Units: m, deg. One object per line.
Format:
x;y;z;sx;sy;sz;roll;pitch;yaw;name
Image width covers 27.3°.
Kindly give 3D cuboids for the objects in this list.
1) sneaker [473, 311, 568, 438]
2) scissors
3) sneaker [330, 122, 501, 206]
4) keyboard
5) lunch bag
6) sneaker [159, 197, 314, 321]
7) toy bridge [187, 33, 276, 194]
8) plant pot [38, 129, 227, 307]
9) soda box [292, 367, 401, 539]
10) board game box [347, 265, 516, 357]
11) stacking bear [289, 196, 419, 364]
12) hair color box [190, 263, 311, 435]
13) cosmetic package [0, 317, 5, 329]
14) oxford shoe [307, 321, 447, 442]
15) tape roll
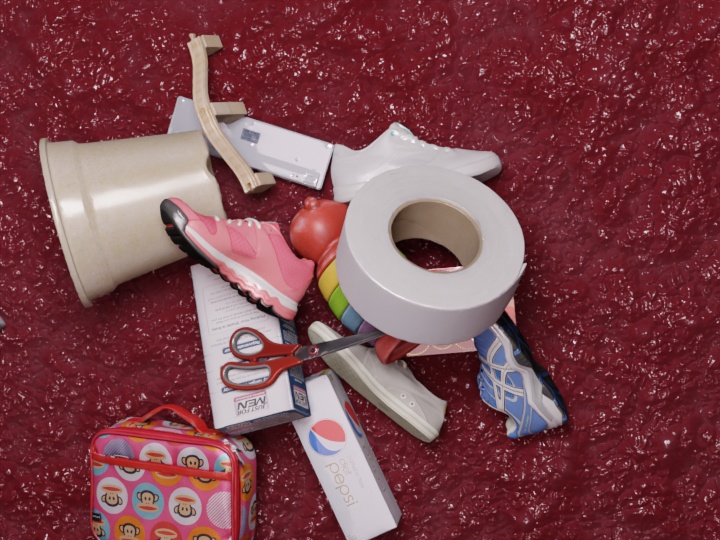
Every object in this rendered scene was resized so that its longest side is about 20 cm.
0.164;0.114;1.709;0.077;0.076;0.200;-29;107;14;sneaker
-0.063;0.099;1.652;0.200;0.014;0.073;0;73;17;scissors
0.062;-0.131;1.722;0.200;0.075;0.089;-8;81;7;sneaker
-0.132;-0.152;1.756;0.200;0.011;0.056;18;90;9;keyboard
-0.220;0.247;1.749;0.200;0.082;0.176;4;98;19;lunch bag
-0.134;-0.030;1.641;0.200;0.074;0.087;40;78;-23;sneaker
-0.162;-0.184;1.721;0.027;0.067;0.200;-26;83;33;toy bridge
-0.253;-0.076;1.703;0.183;0.200;0.201;-15;93;-6;plant pot
-0.022;0.219;1.751;0.064;0.068;0.200;-25;91;8;soda box
0.083;0.049;1.755;0.200;0.019;0.103;-6;95;6;board game box
0.000;0.000;1.696;0.114;0.121;0.200;-36;75;-28;stacking bear
-0.128;0.081;1.716;0.100;0.061;0.200;-15;71;15;hair color box
-0.563;0.063;1.739;0.200;0.166;0.167;-37;90;6;cosmetic package
0.022;0.121;1.734;0.200;0.075;0.058;39;76;-7;oxford shoe
0.076;-0.018;1.618;0.202;0.071;0.203;7;51;-8;tape roll
